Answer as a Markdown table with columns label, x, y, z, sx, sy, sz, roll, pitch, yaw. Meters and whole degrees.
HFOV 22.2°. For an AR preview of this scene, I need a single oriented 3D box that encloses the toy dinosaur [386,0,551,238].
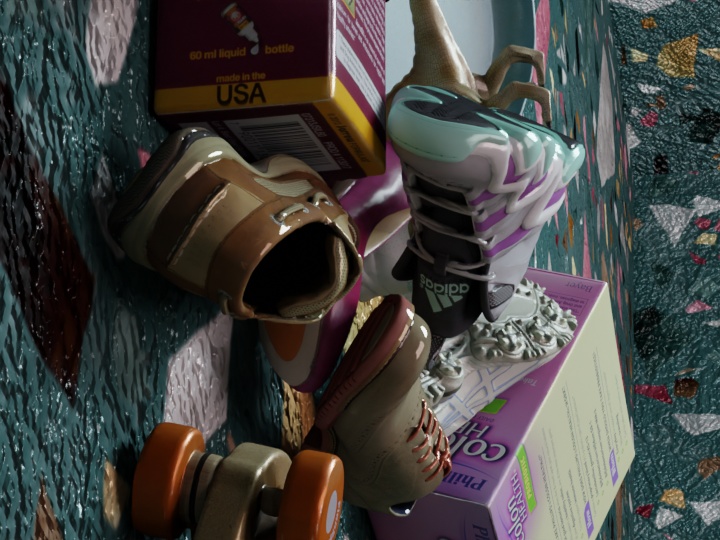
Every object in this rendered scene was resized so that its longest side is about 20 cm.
| label | x | y | z | sx | sy | sz | roll | pitch | yaw |
| --- | --- | --- | --- | --- | --- | --- | --- | --- | --- |
| toy dinosaur | 0.057 | -0.098 | 1.049 | 0.058 | 0.101 | 0.201 | -88 | 173 | -73 |

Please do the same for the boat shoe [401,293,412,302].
| label | x | y | z | sx | sy | sz | roll | pitch | yaw |
| --- | --- | --- | --- | --- | --- | --- | --- | --- | --- |
| boat shoe | 0.049 | -0.042 | 1.287 | 0.068 | 0.074 | 0.201 | 26 | 60 | -52 |

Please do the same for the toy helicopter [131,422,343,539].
| label | x | y | z | sx | sy | sz | roll | pitch | yaw |
| --- | --- | --- | --- | --- | --- | --- | --- | --- | --- |
| toy helicopter | -0.061 | 0.169 | 0.752 | 0.132 | 0.078 | 0.201 | 81 | 21 | -61 |

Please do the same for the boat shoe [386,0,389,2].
| label | x | y | z | sx | sy | sz | roll | pitch | yaw |
| --- | --- | --- | --- | --- | --- | --- | --- | --- | --- |
| boat shoe | 0.012 | -0.179 | 0.985 | 0.201 | 0.068 | 0.072 | -62 | 167 | -7 |

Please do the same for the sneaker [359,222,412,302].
| label | x | y | z | sx | sy | sz | roll | pitch | yaw |
| --- | --- | --- | --- | --- | --- | --- | --- | --- | --- |
| sneaker | 0.030 | -0.079 | 1.175 | 0.070 | 0.080 | 0.201 | 44 | 42 | -69 |

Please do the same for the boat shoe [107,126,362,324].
| label | x | y | z | sx | sy | sz | roll | pitch | yaw |
| --- | --- | --- | --- | --- | --- | --- | --- | --- | --- |
| boat shoe | -0.039 | -0.006 | 0.801 | 0.076 | 0.074 | 0.200 | -56 | 163 | 8 |

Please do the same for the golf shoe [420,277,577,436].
| label | x | y | z | sx | sy | sz | roll | pitch | yaw |
| --- | --- | --- | --- | --- | --- | --- | --- | --- | --- |
| golf shoe | 0.051 | 0.062 | 1.120 | 0.200 | 0.078 | 0.097 | -19 | 145 | -45 |

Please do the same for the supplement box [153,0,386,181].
| label | x | y | z | sx | sy | sz | roll | pitch | yaw |
| --- | --- | --- | --- | --- | --- | --- | --- | --- | --- |
| supplement box | -0.039 | -0.153 | 0.870 | 0.110 | 0.085 | 0.201 | 50 | 39 | -70 |

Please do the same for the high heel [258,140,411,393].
| label | x | y | z | sx | sy | sz | roll | pitch | yaw |
| --- | --- | --- | --- | --- | --- | --- | --- | --- | --- |
| high heel | 0.000 | 0.000 | 0.975 | 0.096 | 0.067 | 0.201 | 30 | 32 | -25 |

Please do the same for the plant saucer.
| label | x | y | z | sx | sy | sz | roll | pitch | yaw |
| --- | --- | --- | --- | --- | --- | --- | --- | --- | --- |
| plant saucer | 0.027 | -0.138 | 1.091 | 0.199 | 0.027 | 0.201 | -8 | 102 | -42 |

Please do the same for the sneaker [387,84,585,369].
| label | x | y | z | sx | sy | sz | roll | pitch | yaw |
| --- | --- | --- | --- | --- | --- | --- | --- | --- | --- |
| sneaker | 0.050 | -0.015 | 0.942 | 0.200 | 0.077 | 0.141 | 6 | 108 | -65 |

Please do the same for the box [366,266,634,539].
| label | x | y | z | sx | sy | sz | roll | pitch | yaw |
| --- | --- | --- | --- | --- | --- | --- | --- | --- | --- |
| box | 0.096 | 0.128 | 1.223 | 0.200 | 0.096 | 0.176 | -58 | 146 | -36 |

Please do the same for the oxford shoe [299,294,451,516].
| label | x | y | z | sx | sy | sz | roll | pitch | yaw |
| --- | --- | --- | --- | --- | --- | --- | --- | --- | --- |
| oxford shoe | 0.019 | 0.072 | 0.928 | 0.071 | 0.075 | 0.200 | -58 | 175 | -22 |
